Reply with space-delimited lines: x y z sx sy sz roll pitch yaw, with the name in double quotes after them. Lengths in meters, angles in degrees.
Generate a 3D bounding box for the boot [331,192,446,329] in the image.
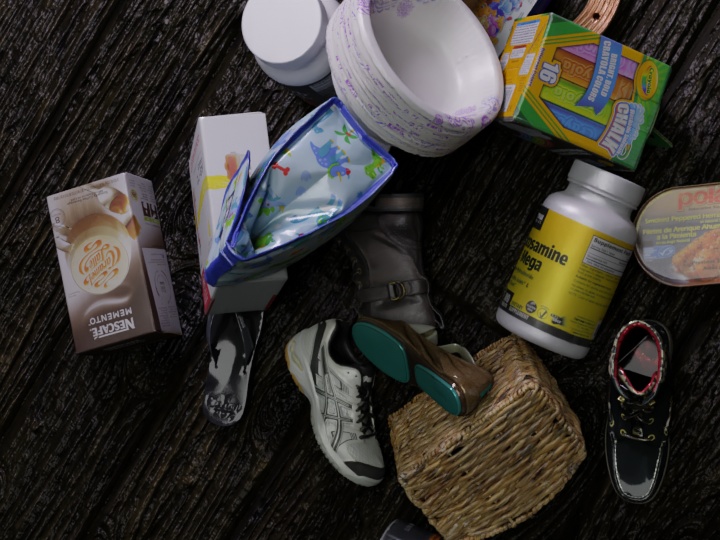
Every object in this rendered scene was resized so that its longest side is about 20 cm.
0.000 0.000 1.607 0.198 0.069 0.176 -3 92 22 "boot"

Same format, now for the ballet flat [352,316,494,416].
0.075 0.097 1.527 0.199 0.072 0.068 29 136 46 "ballet flat"

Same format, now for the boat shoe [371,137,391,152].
0.012 -0.161 1.574 0.070 0.064 0.201 32 93 -1 "boat shoe"

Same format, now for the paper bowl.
0.049 -0.213 1.458 0.104 0.200 0.202 -37 74 42 "paper bowl"

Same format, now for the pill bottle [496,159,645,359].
0.236 -0.014 1.506 0.112 0.112 0.202 24 97 17 "pill bottle"

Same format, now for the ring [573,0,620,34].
0.210 -0.339 1.600 0.198 0.019 0.203 -2 84 16 "ring"

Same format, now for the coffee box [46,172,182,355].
-0.304 -0.006 1.686 0.113 0.080 0.202 -16 81 14 "coffee box"

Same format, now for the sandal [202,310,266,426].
-0.156 0.088 1.654 0.075 0.043 0.202 0 85 16 "sandal"

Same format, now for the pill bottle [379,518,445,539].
0.109 0.364 1.520 0.198 0.106 0.107 22 91 17 "pill bottle"

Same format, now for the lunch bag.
-0.082 -0.067 1.441 0.127 0.170 0.200 45 72 -2 "lunch bag"

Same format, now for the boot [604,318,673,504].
0.294 0.150 1.460 0.073 0.154 0.206 5 86 16 "boot"

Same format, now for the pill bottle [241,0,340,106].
-0.060 -0.263 1.576 0.115 0.200 0.117 -2 84 16 "pill bottle"

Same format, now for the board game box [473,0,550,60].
0.128 -0.300 1.583 0.134 0.045 0.201 40 109 17 "board game box"

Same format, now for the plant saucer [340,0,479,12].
0.041 -0.340 1.520 0.198 0.036 0.202 13 131 16 "plant saucer"

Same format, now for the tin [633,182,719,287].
0.401 -0.041 1.508 0.198 0.042 0.113 -5 88 16 "tin"

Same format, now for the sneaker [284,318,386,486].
-0.014 0.150 1.582 0.087 0.075 0.201 -33 78 27 "sneaker"

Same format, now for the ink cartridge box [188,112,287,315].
-0.147 -0.064 1.594 0.083 0.145 0.202 -4 75 -14 "ink cartridge box"

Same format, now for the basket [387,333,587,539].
0.148 0.195 1.547 0.199 0.149 0.143 -37 109 10 "basket"

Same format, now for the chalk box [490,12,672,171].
0.254 -0.187 1.501 0.198 0.125 0.125 20 91 -16 "chalk box"
